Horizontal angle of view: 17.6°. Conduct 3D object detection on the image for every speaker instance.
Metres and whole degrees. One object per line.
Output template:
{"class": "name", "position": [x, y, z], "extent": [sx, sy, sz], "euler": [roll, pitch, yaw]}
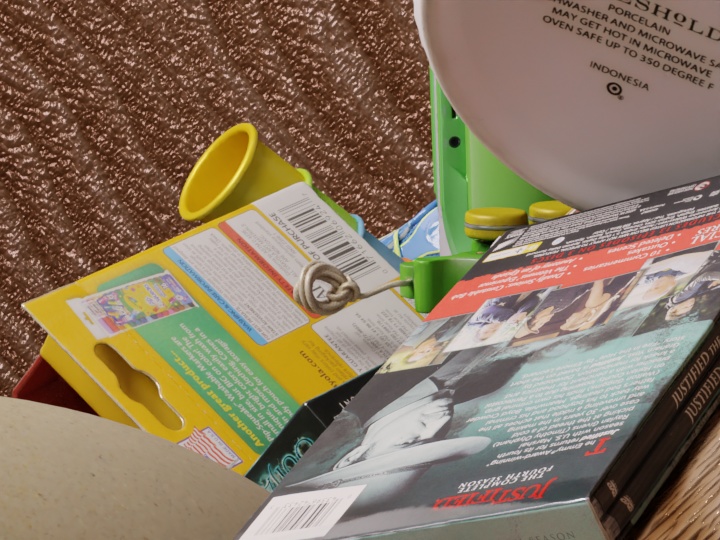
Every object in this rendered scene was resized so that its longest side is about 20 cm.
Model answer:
{"class": "speaker", "position": [0.079, -0.078, 1.175], "extent": [0.088, 0.201, 0.088], "euler": [-2, 15, 1]}

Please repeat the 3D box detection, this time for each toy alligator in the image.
{"class": "toy alligator", "position": [0.065, 0.003, 1.094], "extent": [0.199, 0.060, 0.054], "euler": [-7, 11, -35]}

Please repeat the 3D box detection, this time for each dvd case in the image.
{"class": "dvd case", "position": [0.060, 0.030, 0.729], "extent": [0.146, 0.022, 0.200], "euler": [-15, 21, 40]}

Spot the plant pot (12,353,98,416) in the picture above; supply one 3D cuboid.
{"class": "plant pot", "position": [-0.066, 0.085, 1.412], "extent": [0.176, 0.200, 0.200], "euler": [-32, -6, -29]}

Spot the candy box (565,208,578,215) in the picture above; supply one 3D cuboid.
{"class": "candy box", "position": [0.066, 0.035, 0.900], "extent": [0.117, 0.056, 0.200], "euler": [-47, 1, 45]}

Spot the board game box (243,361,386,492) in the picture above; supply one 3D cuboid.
{"class": "board game box", "position": [0.006, 0.079, 1.022], "extent": [0.200, 0.028, 0.135], "euler": [-24, -22, -52]}

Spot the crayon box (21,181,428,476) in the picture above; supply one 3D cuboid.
{"class": "crayon box", "position": [-0.055, 0.042, 1.076], "extent": [0.200, 0.126, 0.052], "euler": [-26, -27, -48]}

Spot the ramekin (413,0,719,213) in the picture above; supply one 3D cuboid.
{"class": "ramekin", "position": [0.109, -0.099, 0.800], "extent": [0.202, 0.202, 0.094], "euler": [-45, 11, 52]}

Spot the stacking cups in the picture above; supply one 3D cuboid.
{"class": "stacking cups", "position": [0.000, 0.000, 1.229], "extent": [0.060, 0.200, 0.061], "euler": [-42, 27, 28]}

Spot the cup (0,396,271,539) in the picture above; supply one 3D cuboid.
{"class": "cup", "position": [-0.134, 0.124, 0.824], "extent": [0.200, 0.143, 0.201], "euler": [-33, 33, 25]}

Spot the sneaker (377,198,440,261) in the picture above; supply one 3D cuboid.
{"class": "sneaker", "position": [0.013, 0.000, 1.303], "extent": [0.199, 0.076, 0.105], "euler": [-15, -34, -20]}
